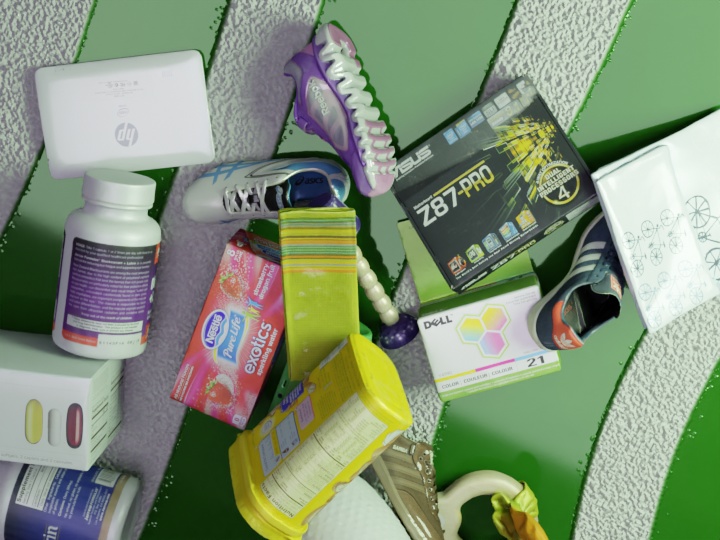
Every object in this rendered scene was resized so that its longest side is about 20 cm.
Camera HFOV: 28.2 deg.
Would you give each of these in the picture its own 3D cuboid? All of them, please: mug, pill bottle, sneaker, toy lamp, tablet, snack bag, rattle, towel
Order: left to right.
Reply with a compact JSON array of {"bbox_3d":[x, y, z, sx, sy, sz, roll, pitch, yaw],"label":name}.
[{"bbox_3d":[-0.370,0.279,1.711,0.198,0.116,0.117,15,103,2],"label":"pill bottle"},{"bbox_3d":[-0.288,-0.009,1.644,0.110,0.111,0.202,10,103,2],"label":"pill bottle"},{"bbox_3d":[-0.272,-0.179,1.657,0.197,0.014,0.132,-6,102,6],"label":"tablet"},{"bbox_3d":[-0.110,-0.089,1.633,0.197,0.073,0.073,-8,103,8],"label":"sneaker"},{"bbox_3d":[-0.044,0.028,1.581,0.085,0.018,0.202,-1,110,3],"label":"towel"},{"bbox_3d":[-0.028,-0.169,1.596,0.088,0.080,0.202,-25,78,19],"label":"sneaker"},{"bbox_3d":[-0.008,0.327,1.643,0.147,0.176,0.200,-38,141,7],"label":"mug"},{"bbox_3d":[0.000,0.000,1.620,0.058,0.058,0.201,-25,118,9],"label":"toy lamp"},{"bbox_3d":[0.060,0.238,1.660,0.075,0.071,0.201,-29,73,-4],"label":"sneaker"},{"bbox_3d":[0.114,0.316,1.672,0.197,0.143,0.132,0,121,-1],"label":"rattle"},{"bbox_3d":[0.270,0.009,1.582,0.075,0.084,0.201,42,73,-22],"label":"sneaker"},{"bbox_3d":[0.360,-0.057,1.579,0.199,0.021,0.190,-26,102,-22],"label":"snack bag"}]

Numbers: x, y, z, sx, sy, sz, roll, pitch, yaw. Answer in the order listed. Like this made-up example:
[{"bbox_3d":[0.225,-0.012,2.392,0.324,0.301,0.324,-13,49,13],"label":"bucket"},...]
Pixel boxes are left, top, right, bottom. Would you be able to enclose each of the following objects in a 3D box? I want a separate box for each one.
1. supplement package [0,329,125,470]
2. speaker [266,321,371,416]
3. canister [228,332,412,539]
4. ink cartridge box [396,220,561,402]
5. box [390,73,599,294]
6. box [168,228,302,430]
[{"bbox_3d":[-0.389,0.144,1.663,0.197,0.156,0.112,6,102,4],"label":"supplement package"},{"bbox_3d":[-0.055,0.151,1.674,0.088,0.088,0.202,21,103,0],"label":"speaker"},{"bbox_3d":[-0.044,0.180,1.556,0.086,0.149,0.200,37,108,-28],"label":"canister"},{"bbox_3d":[0.132,0.029,1.635,0.146,0.076,0.202,-16,102,8],"label":"ink cartridge box"},{"bbox_3d":[0.147,-0.095,1.595,0.199,0.049,0.162,-33,74,9],"label":"box"},{"bbox_3d":[-0.137,0.067,1.656,0.099,0.096,0.202,23,103,0],"label":"box"}]
